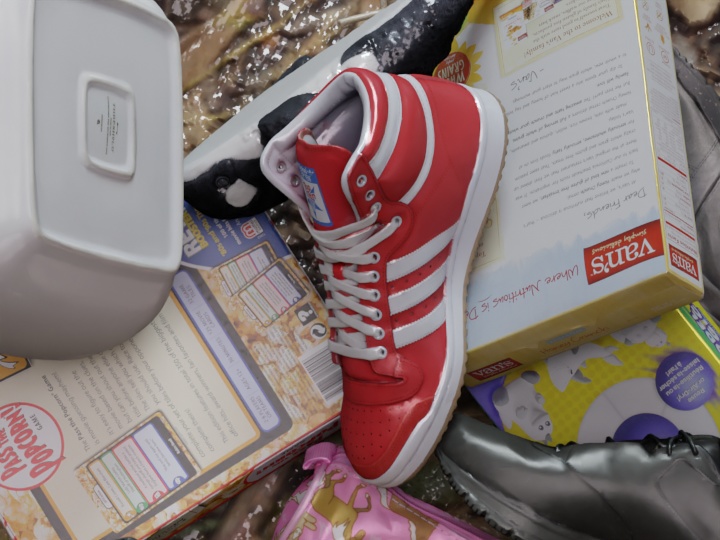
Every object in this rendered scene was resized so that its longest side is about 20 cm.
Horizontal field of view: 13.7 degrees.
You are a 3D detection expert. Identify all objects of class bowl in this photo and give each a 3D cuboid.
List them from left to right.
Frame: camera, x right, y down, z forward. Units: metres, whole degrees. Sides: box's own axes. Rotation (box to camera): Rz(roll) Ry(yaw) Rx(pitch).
[{"bbox_3d":[-0.149,-0.063,1.420,0.074,0.199,0.201,-5,79,29],"label":"bowl"}]

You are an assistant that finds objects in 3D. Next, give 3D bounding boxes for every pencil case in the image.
[{"bbox_3d":[0.047,0.164,1.491,0.199,0.083,0.087,28,72,5],"label":"pencil case"}]

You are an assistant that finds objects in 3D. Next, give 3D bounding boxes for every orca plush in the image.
[{"bbox_3d":[0.003,-0.081,1.504,0.200,0.105,0.071,-41,104,-13],"label":"orca plush"}]

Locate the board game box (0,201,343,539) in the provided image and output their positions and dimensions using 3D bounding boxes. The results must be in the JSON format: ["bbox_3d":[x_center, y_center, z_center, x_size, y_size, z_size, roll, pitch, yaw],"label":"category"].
[{"bbox_3d":[-0.112,0.055,1.526,0.199,0.046,0.152,-31,81,-7],"label":"board game box"}]

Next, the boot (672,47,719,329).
[{"bbox_3d":[0.138,-0.042,1.544,0.132,0.070,0.200,-44,76,0],"label":"boot"}]

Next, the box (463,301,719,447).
[{"bbox_3d":[0.156,0.094,1.500,0.117,0.048,0.200,-41,87,18],"label":"box"}]

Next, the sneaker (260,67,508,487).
[{"bbox_3d":[0.000,0.000,1.437,0.112,0.071,0.201,14,87,-43],"label":"sneaker"}]

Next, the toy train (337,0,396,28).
[{"bbox_3d":[0.070,-0.205,1.569,0.199,0.085,0.116,-14,69,-4],"label":"toy train"}]

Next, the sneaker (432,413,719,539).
[{"bbox_3d":[0.131,0.111,1.457,0.199,0.076,0.091,26,96,5],"label":"sneaker"}]

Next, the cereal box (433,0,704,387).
[{"bbox_3d":[0.094,-0.056,1.492,0.143,0.039,0.201,-22,57,32],"label":"cereal box"}]

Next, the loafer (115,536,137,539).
[{"bbox_3d":[-0.171,0.189,1.461,0.200,0.068,0.070,-30,121,17],"label":"loafer"}]
